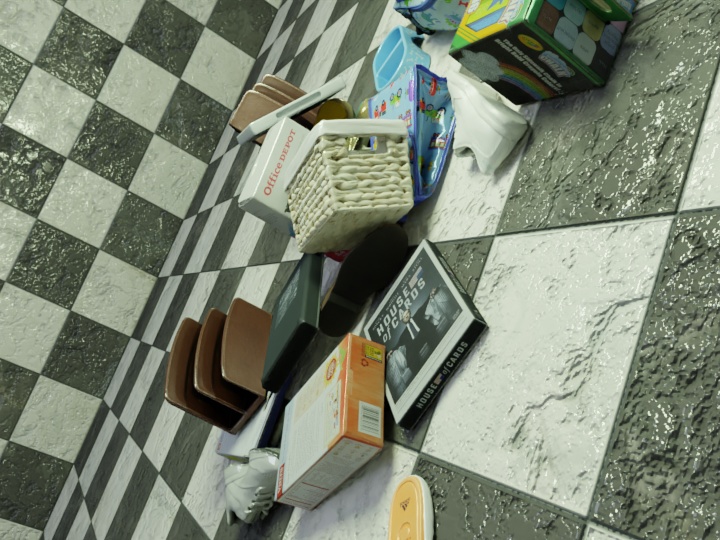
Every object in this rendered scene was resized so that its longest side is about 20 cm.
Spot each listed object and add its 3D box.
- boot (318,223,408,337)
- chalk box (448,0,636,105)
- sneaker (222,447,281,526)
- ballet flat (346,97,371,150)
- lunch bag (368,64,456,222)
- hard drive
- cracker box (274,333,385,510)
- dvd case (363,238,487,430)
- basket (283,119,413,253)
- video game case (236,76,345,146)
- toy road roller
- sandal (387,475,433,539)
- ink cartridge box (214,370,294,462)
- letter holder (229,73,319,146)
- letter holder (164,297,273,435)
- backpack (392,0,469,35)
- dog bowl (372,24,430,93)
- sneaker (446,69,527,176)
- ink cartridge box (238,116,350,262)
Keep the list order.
[{"bbox_3d":[0.000,0.000,1.014,0.201,0.073,0.076,-53,15,29],"label":"boot"},{"bbox_3d":[0.212,-0.279,0.776,0.199,0.123,0.127,8,72,65],"label":"chalk box"},{"bbox_3d":[-0.139,0.307,1.002,0.200,0.073,0.089,-46,39,49],"label":"sneaker"},{"bbox_3d":[0.000,-0.206,1.244,0.070,0.069,0.205,13,79,66],"label":"ballet flat"},{"bbox_3d":[0.071,-0.169,1.038,0.150,0.092,0.206,-15,65,63],"label":"lunch bag"},{"bbox_3d":[-0.102,0.069,1.084,0.141,0.032,0.202,-56,18,29],"label":"hard drive"},{"bbox_3d":[-0.039,0.191,0.871,0.201,0.056,0.137,-50,27,43],"label":"cracker box"},{"bbox_3d":[0.069,0.068,0.841,0.152,0.024,0.201,-57,24,17],"label":"dvd case"},{"bbox_3d":[-0.019,-0.112,0.993,0.200,0.132,0.127,143,118,-65],"label":"basket"},{"bbox_3d":[-0.128,-0.279,1.253,0.179,0.024,0.200,-30,11,-12],"label":"video game case"},{"bbox_3d":[-0.099,-0.226,1.303,0.204,0.143,0.123,-65,-12,0],"label":"toy road roller"},{"bbox_3d":[0.029,0.283,0.651,0.079,0.058,0.210,-46,28,34],"label":"sandal"},{"bbox_3d":[-0.159,0.213,1.159,0.198,0.046,0.202,-16,49,59],"label":"ink cartridge box"},{"bbox_3d":[-0.139,-0.295,1.414,0.144,0.197,0.101,-59,4,2],"label":"letter holder"},{"bbox_3d":[-0.232,0.138,1.163,0.101,0.140,0.202,-48,25,26],"label":"letter holder"},{"bbox_3d":[0.131,-0.487,1.142,0.186,0.144,0.200,-61,25,10],"label":"backpack"},{"bbox_3d":[0.069,-0.373,1.279,0.112,0.049,0.203,-49,27,30],"label":"dog bowl"},{"bbox_3d":[0.142,-0.192,0.910,0.202,0.073,0.090,-105,36,-56],"label":"sneaker"},{"bbox_3d":[-0.076,-0.126,1.136,0.085,0.197,0.151,-9,57,62],"label":"ink cartridge box"}]
